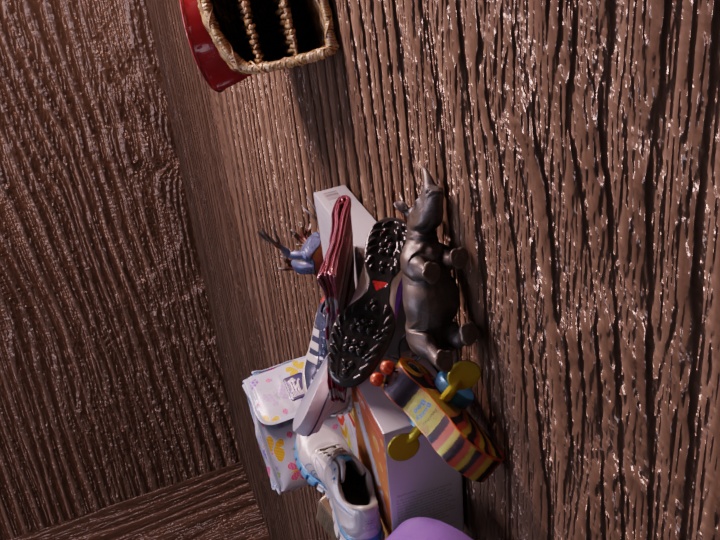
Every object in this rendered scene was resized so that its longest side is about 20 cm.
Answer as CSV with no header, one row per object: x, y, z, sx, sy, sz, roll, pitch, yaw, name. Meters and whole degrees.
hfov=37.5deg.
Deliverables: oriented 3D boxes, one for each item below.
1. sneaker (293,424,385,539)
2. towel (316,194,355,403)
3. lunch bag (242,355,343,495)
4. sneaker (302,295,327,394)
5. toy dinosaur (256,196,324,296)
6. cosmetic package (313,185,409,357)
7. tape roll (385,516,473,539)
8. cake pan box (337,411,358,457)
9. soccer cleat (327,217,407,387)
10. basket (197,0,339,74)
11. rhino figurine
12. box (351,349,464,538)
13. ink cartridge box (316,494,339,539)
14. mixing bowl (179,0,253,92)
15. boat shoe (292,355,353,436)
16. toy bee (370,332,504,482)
-0.022,0.245,1.301,0.200,0.074,0.088,51,147,43,sneaker
-0.024,0.035,1.231,0.145,0.022,0.202,-79,-11,-50,towel
-0.094,0.248,1.757,0.127,0.167,0.203,146,108,-77,lunch bag
-0.038,0.102,1.488,0.085,0.074,0.202,111,164,-48,sneaker
-0.056,-0.039,1.575,0.199,0.106,0.181,40,165,-24,toy dinosaur
0.000,0.000,1.362,0.200,0.051,0.153,-127,27,-56,cosmetic package
0.089,0.385,1.187,0.198,0.085,0.202,28,136,30,tape roll
0.017,0.249,1.571,0.200,0.052,0.187,163,89,-75,cake pan box
0.018,0.043,1.165,0.073,0.067,0.203,68,-145,-59,soccer cleat
-0.127,-0.346,1.297,0.149,0.140,0.203,-146,42,-70,basket
0.070,-0.003,1.065,0.087,0.059,0.204,178,86,-72,rhino figurine
0.057,0.218,1.278,0.125,0.096,0.203,-123,22,-52,box
0.014,0.388,1.545,0.165,0.075,0.200,47,164,12,ink cartridge box
-0.164,-0.353,1.445,0.200,0.106,0.204,-8,-90,-79,mixing bowl
-0.024,0.143,1.318,0.074,0.065,0.201,-55,3,37,boat shoe
0.060,0.140,1.117,0.199,0.108,0.133,26,94,45,toy bee
